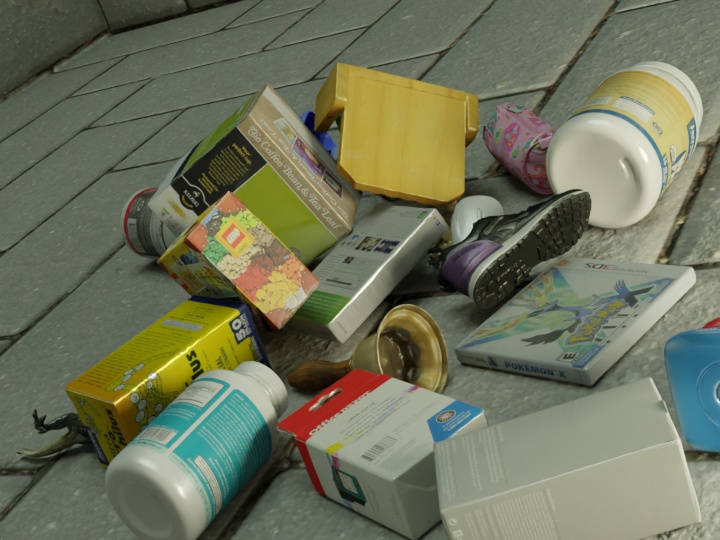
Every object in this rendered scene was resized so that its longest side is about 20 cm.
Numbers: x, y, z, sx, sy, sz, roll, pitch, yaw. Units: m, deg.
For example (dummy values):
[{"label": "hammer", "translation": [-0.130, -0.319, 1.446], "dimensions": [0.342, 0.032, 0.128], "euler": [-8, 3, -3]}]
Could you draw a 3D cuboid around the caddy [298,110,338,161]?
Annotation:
[{"label": "caddy", "translation": [-0.078, -0.156, 1.889], "dimensions": [0.104, 0.143, 0.201], "euler": [-18, 23, 15]}]

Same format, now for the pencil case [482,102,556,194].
[{"label": "pencil case", "translation": [0.230, -0.171, 1.725], "dimensions": [0.086, 0.088, 0.200], "euler": [-22, 23, -2]}]

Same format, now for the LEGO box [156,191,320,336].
[{"label": "LEGO box", "translation": [-0.149, 0.001, 1.493], "dimensions": [0.077, 0.149, 0.200], "euler": [-48, 9, -18]}]

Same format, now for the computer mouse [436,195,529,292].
[{"label": "computer mouse", "translation": [0.141, -0.043, 1.509], "dimensions": [0.108, 0.044, 0.201], "euler": [-4, 33, 3]}]

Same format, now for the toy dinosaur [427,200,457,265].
[{"label": "toy dinosaur", "translation": [0.107, -0.049, 1.622], "dimensions": [0.099, 0.059, 0.201], "euler": [-5, 31, 0]}]

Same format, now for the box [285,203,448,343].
[{"label": "box", "translation": [0.000, 0.000, 1.532], "dimensions": [0.200, 0.036, 0.144], "euler": [-46, 24, -18]}]

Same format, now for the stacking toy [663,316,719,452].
[{"label": "stacking toy", "translation": [0.351, 0.067, 1.086], "dimensions": [0.115, 0.111, 0.199], "euler": [-7, 15, 36]}]

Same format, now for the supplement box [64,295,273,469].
[{"label": "supplement box", "translation": [-0.209, 0.129, 1.407], "dimensions": [0.109, 0.110, 0.199], "euler": [6, 35, 48]}]

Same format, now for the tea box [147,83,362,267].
[{"label": "tea box", "translation": [-0.135, -0.095, 1.652], "dimensions": [0.196, 0.200, 0.134], "euler": [-36, 16, 22]}]

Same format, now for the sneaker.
[{"label": "sneaker", "translation": [0.172, -0.046, 1.419], "dimensions": [0.199, 0.077, 0.087], "euler": [-33, 45, -24]}]

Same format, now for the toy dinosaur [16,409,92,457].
[{"label": "toy dinosaur", "translation": [-0.328, 0.182, 1.453], "dimensions": [0.197, 0.048, 0.088], "euler": [-19, -20, 10]}]

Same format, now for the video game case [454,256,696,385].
[{"label": "video game case", "translation": [0.225, 0.047, 1.320], "dimensions": [0.199, 0.022, 0.181], "euler": [-37, 27, -33]}]

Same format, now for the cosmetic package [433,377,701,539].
[{"label": "cosmetic package", "translation": [0.163, 0.170, 1.018], "dimensions": [0.197, 0.091, 0.107], "euler": [-15, 23, 8]}]

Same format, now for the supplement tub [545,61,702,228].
[{"label": "supplement tub", "translation": [0.325, -0.158, 1.527], "dimensions": [0.143, 0.146, 0.200], "euler": [-2, 29, 38]}]

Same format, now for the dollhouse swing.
[{"label": "dollhouse swing", "translation": [0.041, -0.159, 1.680], "dimensions": [0.197, 0.179, 0.182], "euler": [10, -15, -13]}]

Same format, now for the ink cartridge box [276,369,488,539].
[{"label": "ink cartridge box", "translation": [0.022, 0.164, 1.175], "dimensions": [0.115, 0.068, 0.199], "euler": [-32, 25, -27]}]

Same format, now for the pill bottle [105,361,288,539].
[{"label": "pill bottle", "translation": [-0.153, 0.175, 1.252], "dimensions": [0.110, 0.112, 0.200], "euler": [-2, 29, 38]}]

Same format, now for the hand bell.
[{"label": "hand bell", "translation": [-0.012, 0.106, 1.346], "dimensions": [0.198, 0.105, 0.104], "euler": [-16, 19, 45]}]

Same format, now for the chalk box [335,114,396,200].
[{"label": "chalk box", "translation": [0.058, -0.194, 1.874], "dimensions": [0.124, 0.125, 0.200], "euler": [-26, 23, -12]}]

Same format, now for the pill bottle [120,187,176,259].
[{"label": "pill bottle", "translation": [-0.269, -0.067, 1.899], "dimensions": [0.110, 0.112, 0.198], "euler": [-36, 27, -32]}]
